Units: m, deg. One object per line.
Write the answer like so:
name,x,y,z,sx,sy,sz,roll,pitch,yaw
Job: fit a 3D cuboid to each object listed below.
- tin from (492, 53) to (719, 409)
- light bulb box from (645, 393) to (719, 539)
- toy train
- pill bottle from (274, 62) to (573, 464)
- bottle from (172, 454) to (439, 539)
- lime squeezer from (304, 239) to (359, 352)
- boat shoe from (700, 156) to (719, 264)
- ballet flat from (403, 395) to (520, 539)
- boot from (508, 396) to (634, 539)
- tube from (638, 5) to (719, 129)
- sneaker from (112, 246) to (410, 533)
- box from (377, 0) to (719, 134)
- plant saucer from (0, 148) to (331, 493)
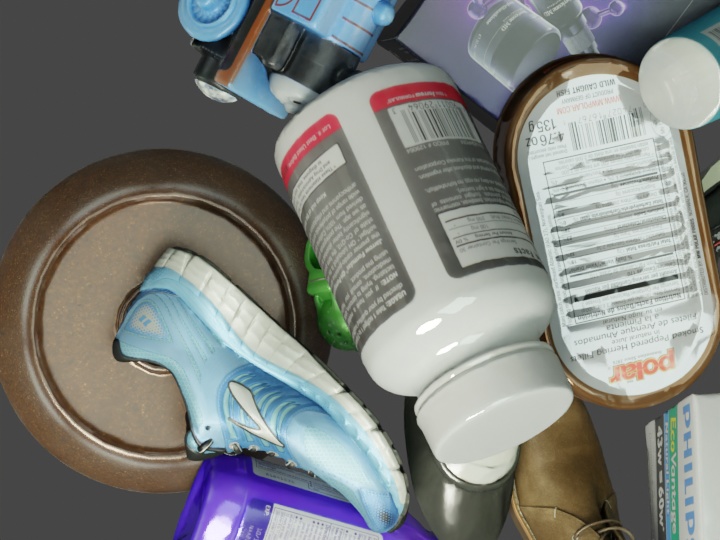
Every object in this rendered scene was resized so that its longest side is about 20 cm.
tin,0.138,-0.021,1.407,0.112,0.042,0.201,-12,96,-2
light bulb box,0.274,0.173,1.444,0.199,0.125,0.199,1,78,-7
toy train,-0.019,-0.176,1.408,0.114,0.087,0.201,27,90,31
pill bottle,0.038,-0.002,1.365,0.110,0.111,0.201,-22,68,-5
bottle,-0.006,0.168,1.455,0.199,0.065,0.084,17,112,-13
lime squeezer,0.000,0.000,1.454,0.070,0.038,0.201,-20,95,-27
boat shoe,0.182,-0.007,1.468,0.201,0.074,0.063,-38,89,-8
ballet flat,0.059,0.059,1.434,0.068,0.068,0.201,0,78,-21
boot,0.135,0.151,1.459,0.073,0.075,0.201,-11,87,-29
tube,0.222,-0.127,1.425,0.050,0.200,0.078,-8,101,35
sneaker,-0.056,0.080,1.413,0.200,0.078,0.090,42,87,1
box,0.127,-0.169,1.451,0.141,0.079,0.200,37,89,-10
plant saucer,-0.113,0.030,1.455,0.199,0.034,0.201,0,93,-8
